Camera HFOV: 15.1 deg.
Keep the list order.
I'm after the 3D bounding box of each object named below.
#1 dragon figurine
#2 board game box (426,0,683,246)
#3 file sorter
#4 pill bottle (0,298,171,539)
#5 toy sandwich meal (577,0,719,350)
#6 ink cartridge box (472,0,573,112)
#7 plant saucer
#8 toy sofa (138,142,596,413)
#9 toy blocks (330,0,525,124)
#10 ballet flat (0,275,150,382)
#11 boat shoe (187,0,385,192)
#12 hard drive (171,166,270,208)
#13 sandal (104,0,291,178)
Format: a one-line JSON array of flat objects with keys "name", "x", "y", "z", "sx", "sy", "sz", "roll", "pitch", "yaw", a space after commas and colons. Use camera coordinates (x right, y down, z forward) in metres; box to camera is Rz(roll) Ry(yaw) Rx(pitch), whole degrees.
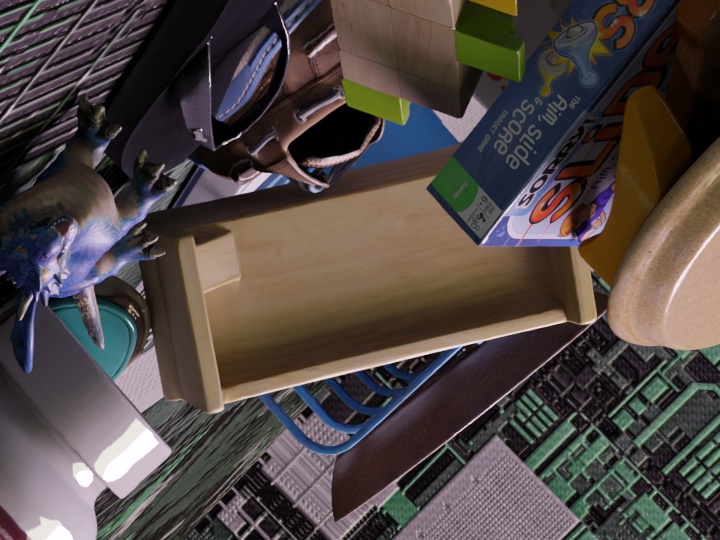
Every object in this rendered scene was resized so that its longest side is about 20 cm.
[{"name": "dragon figurine", "x": -0.127, "y": -0.002, "z": 1.048, "sx": 0.099, "sy": 0.059, "sz": 0.200, "roll": -43, "pitch": 174, "yaw": -25}, {"name": "board game box", "x": 0.126, "y": -0.093, "z": 1.031, "sx": 0.200, "sy": 0.034, "sz": 0.135, "roll": -52, "pitch": 154, "yaw": 23}, {"name": "file sorter", "x": 0.005, "y": -0.001, "z": 1.449, "sx": 0.123, "sy": 0.139, "sz": 0.200, "roll": -42, "pitch": 177, "yaw": 18}, {"name": "pill bottle", "x": -0.184, "y": 0.111, "z": 1.169, "sx": 0.200, "sy": 0.110, "sz": 0.110, "roll": -41, "pitch": 175, "yaw": -5}, {"name": "toy sandwich meal", "x": 0.157, "y": -0.053, "z": 1.023, "sx": 0.205, "sy": 0.070, "sz": 0.205, "roll": -32, "pitch": 157, "yaw": -15}, {"name": "ink cartridge box", "x": 0.099, "y": -0.161, "z": 1.112, "sx": 0.200, "sy": 0.145, "sz": 0.083, "roll": -47, "pitch": 174, "yaw": 14}, {"name": "plant saucer", "x": 0.056, "y": 0.068, "z": 1.518, "sx": 0.200, "sy": 0.032, "sz": 0.200, "roll": -39, "pitch": 178, "yaw": -1}, {"name": "toy sofa", "x": 0.000, "y": 0.000, "z": 1.245, "sx": 0.199, "sy": 0.083, "sz": 0.098, "roll": -13, "pitch": -170, "yaw": -17}, {"name": "toy blocks", "x": 0.036, "y": -0.152, "z": 0.988, "sx": 0.200, "sy": 0.099, "sz": 0.137, "roll": 79, "pitch": 33, "yaw": -67}, {"name": "ballet flat", "x": -0.152, "y": 0.038, "z": 1.284, "sx": 0.200, "sy": 0.067, "sz": 0.063, "roll": -45, "pitch": -155, "yaw": 47}, {"name": "boat shoe", "x": -0.031, "y": -0.071, "z": 1.209, "sx": 0.072, "sy": 0.072, "sz": 0.200, "roll": -44, "pitch": 176, "yaw": -17}, {"name": "hard drive", "x": -0.023, "y": -0.086, "z": 1.446, "sx": 0.200, "sy": 0.025, "sz": 0.132, "roll": -42, "pitch": 175, "yaw": -34}, {"name": "sandal", "x": -0.054, "y": -0.084, "z": 1.075, "sx": 0.076, "sy": 0.043, "sz": 0.200, "roll": -43, "pitch": 175, "yaw": -29}]
